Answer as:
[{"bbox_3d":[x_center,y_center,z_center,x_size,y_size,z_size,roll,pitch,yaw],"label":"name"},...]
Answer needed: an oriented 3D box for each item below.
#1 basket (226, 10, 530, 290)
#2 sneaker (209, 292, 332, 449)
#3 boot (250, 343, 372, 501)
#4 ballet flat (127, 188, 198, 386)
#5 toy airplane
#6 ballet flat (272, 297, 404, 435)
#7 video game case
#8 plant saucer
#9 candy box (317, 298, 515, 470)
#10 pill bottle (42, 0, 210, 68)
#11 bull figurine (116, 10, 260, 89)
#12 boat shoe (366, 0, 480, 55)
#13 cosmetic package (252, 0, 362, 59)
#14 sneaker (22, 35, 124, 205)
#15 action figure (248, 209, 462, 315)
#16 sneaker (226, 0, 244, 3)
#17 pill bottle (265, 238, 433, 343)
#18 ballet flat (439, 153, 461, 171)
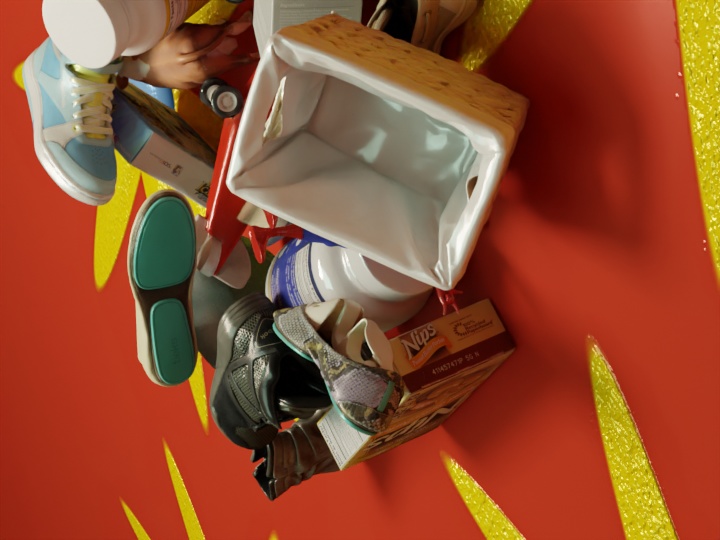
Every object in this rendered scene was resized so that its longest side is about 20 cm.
[{"bbox_3d":[0.019,-0.097,1.237,0.198,0.123,0.137,25,115,10],"label":"basket"},{"bbox_3d":[-0.083,0.124,1.511,0.114,0.076,0.201,48,148,30],"label":"sneaker"},{"bbox_3d":[-0.044,0.154,1.635,0.068,0.130,0.201,49,147,33],"label":"boot"},{"bbox_3d":[-0.189,0.011,1.523,0.069,0.069,0.202,32,127,50],"label":"ballet flat"},{"bbox_3d":[-0.096,-0.078,1.556,0.200,0.139,0.202,122,151,-51],"label":"toy airplane"},{"bbox_3d":[-0.013,0.063,1.353,0.200,0.071,0.073,-133,32,-56],"label":"ballet flat"},{"bbox_3d":[-0.220,-0.144,1.729,0.046,0.181,0.200,-52,50,7],"label":"video game case"},{"bbox_3d":[-0.107,0.032,1.636,0.039,0.200,0.202,-38,73,32],"label":"plant saucer"},{"bbox_3d":[0.046,0.105,1.446,0.056,0.114,0.200,62,152,16],"label":"candy box"},{"bbox_3d":[-0.208,-0.276,1.537,0.111,0.200,0.113,19,132,22],"label":"pill bottle"},{"bbox_3d":[-0.175,-0.219,1.626,0.199,0.120,0.066,16,122,58],"label":"bull figurine"},{"bbox_3d":[0.031,-0.192,1.318,0.073,0.064,0.200,64,153,10],"label":"boat shoe"},{"bbox_3d":[-0.043,-0.262,1.360,0.108,0.089,0.201,-103,17,-44],"label":"cosmetic package"},{"bbox_3d":[-0.266,-0.174,1.592,0.131,0.079,0.202,-46,56,35],"label":"sneaker"},{"bbox_3d":[0.019,-0.017,1.311,0.066,0.198,0.100,115,141,-47],"label":"action figure"},{"bbox_3d":[-0.182,-0.291,1.441,0.198,0.076,0.080,24,153,20],"label":"sneaker"},{"bbox_3d":[0.000,0.000,1.455,0.121,0.119,0.200,67,153,4],"label":"pill bottle"},{"bbox_3d":[0.033,-0.107,1.373,0.199,0.067,0.073,-4,108,60],"label":"ballet flat"}]
